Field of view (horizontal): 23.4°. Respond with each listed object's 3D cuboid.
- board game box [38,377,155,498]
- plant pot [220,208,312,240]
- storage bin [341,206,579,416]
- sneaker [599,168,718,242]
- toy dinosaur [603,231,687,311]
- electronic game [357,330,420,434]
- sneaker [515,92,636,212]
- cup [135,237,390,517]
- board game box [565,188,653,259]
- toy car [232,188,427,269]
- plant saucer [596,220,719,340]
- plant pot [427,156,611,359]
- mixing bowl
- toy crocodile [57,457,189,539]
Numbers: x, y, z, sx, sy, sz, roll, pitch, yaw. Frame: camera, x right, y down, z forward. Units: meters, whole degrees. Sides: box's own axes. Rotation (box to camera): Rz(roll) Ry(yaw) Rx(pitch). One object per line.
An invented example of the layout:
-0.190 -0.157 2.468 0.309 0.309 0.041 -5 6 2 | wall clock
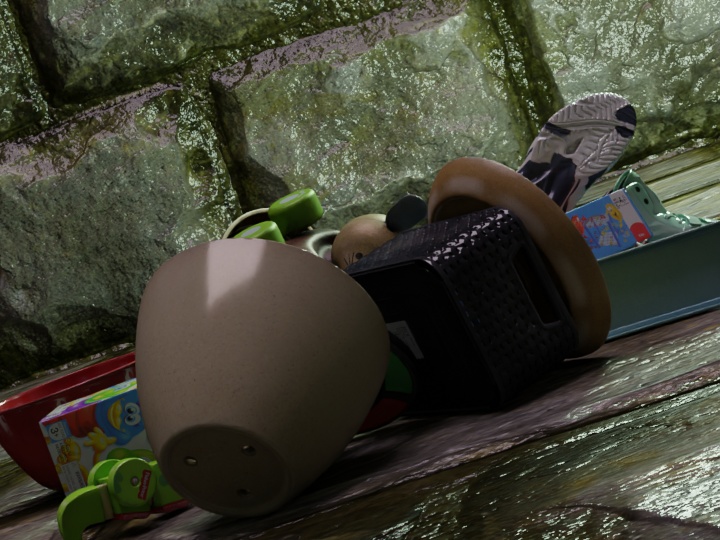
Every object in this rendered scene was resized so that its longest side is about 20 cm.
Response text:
-0.170 0.141 1.558 0.199 0.104 0.105 -20 4 2 | board game box
-0.174 0.030 2.673 0.199 0.202 0.198 -22 -3 -35 | plant pot
0.071 0.038 1.436 0.093 0.136 0.200 -33 9 -28 | storage bin
0.318 -0.055 1.739 0.199 0.119 0.074 -20 2 -21 | sneaker
0.237 0.010 1.552 0.198 0.078 0.102 -15 -9 5 | toy dinosaur
-0.049 0.084 1.421 0.198 0.042 0.201 3 -34 2 | electronic game
0.195 -0.087 1.745 0.200 0.079 0.130 -54 -5 -13 | sneaker
-0.086 0.097 1.299 0.199 0.201 0.144 -18 35 26 | cup
0.148 0.016 1.651 0.199 0.056 0.196 -23 -13 -40 | board game box
0.000 0.000 1.729 0.199 0.165 0.158 -15 18 35 | toy car
0.264 0.008 1.486 0.199 0.070 0.019 -18 -3 20 | plant saucer
0.124 -0.003 1.448 0.027 0.201 0.200 -37 11 -26 | plant pot
-0.283 0.163 1.801 0.199 0.109 0.200 -20 3 1 | mixing bowl
-0.159 0.175 1.438 0.199 0.062 0.067 -17 1 -30 | toy crocodile
